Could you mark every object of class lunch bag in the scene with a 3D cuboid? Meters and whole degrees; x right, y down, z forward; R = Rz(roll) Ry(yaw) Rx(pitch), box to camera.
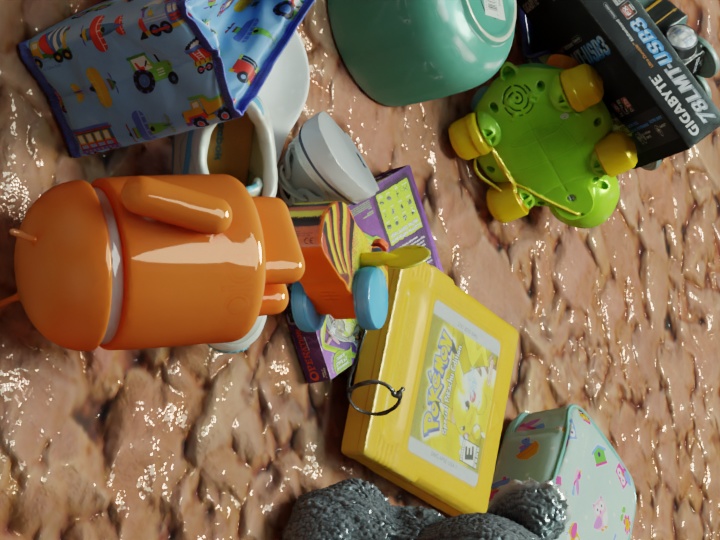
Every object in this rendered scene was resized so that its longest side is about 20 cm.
[{"bbox_3d":[0.174,0.234,1.922,0.160,0.077,0.200,53,42,-36],"label":"lunch bag"},{"bbox_3d":[-0.115,-0.175,1.538,0.200,0.150,0.094,-50,122,-49],"label":"lunch bag"}]

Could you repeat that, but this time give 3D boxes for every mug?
[{"bbox_3d":[0.054,-0.234,1.837,0.185,0.114,0.152,57,40,-31],"label":"mug"}]

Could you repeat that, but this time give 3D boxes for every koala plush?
[{"bbox_3d":[0.059,0.234,1.640,0.184,0.200,0.177,58,40,-28],"label":"koala plush"}]

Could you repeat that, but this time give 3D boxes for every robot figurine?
[{"bbox_3d":[-0.140,-0.007,1.443,0.200,0.144,0.117,-4,96,-24],"label":"robot figurine"}]

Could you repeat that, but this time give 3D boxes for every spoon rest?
[{"bbox_3d":[-0.082,-0.120,1.650,0.099,0.061,0.200,35,54,-37],"label":"spoon rest"}]

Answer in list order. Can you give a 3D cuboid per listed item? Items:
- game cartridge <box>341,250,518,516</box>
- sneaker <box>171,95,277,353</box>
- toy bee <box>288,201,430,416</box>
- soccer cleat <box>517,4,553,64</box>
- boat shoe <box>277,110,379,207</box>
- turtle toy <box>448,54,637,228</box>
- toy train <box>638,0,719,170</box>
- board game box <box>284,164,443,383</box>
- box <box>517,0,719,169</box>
[{"bbox_3d":[0.061,0.096,1.801,0.200,0.032,0.176,36,61,-53],"label":"game cartridge"},{"bbox_3d":[-0.097,-0.035,1.553,0.076,0.081,0.200,-7,104,-17],"label":"sneaker"},{"bbox_3d":[-0.016,0.003,1.652,0.200,0.131,0.109,97,4,-52],"label":"toy bee"},{"bbox_3d":[0.184,-0.279,2.088,0.084,0.065,0.200,20,66,-50],"label":"soccer cleat"},{"bbox_3d":[-0.032,-0.073,1.650,0.072,0.066,0.200,60,4,-1],"label":"boat shoe"},{"bbox_3d":[0.173,-0.112,1.979,0.200,0.146,0.101,58,18,-30],"label":"turtle toy"},{"bbox_3d":[0.274,-0.182,2.100,0.085,0.114,0.200,-36,157,-21],"label":"toy train"},{"bbox_3d":[0.000,0.000,1.772,0.200,0.032,0.120,-32,104,-54],"label":"board game box"},{"bbox_3d":[0.225,-0.190,1.946,0.199,0.050,0.200,53,-7,-3],"label":"box"}]
